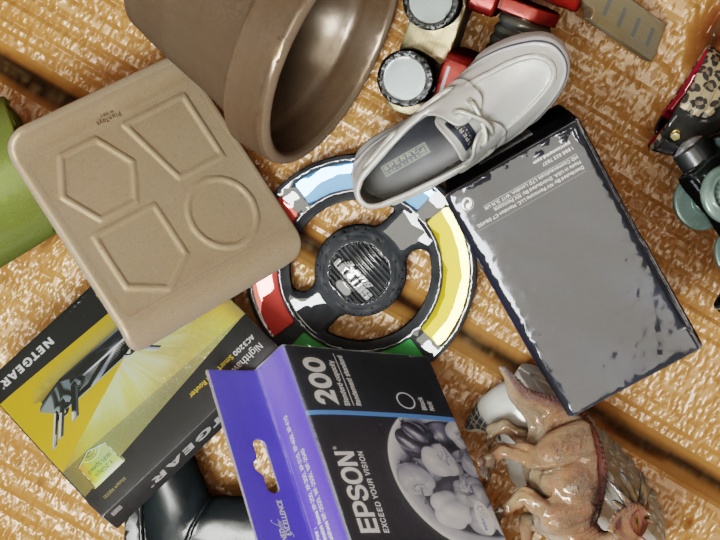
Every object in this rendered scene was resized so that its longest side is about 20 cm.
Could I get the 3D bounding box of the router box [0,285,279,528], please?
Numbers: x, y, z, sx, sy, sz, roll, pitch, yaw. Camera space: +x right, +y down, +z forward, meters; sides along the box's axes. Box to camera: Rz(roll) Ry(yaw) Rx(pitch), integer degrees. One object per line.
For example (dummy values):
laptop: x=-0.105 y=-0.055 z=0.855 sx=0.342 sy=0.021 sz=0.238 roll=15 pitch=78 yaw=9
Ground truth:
router box: x=-0.187 y=0.087 z=1.359 sx=0.200 sy=0.052 sz=0.157 roll=-44 pitch=72 yaw=-10

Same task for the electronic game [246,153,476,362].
electronic game: x=0.000 y=0.000 z=1.393 sx=0.199 sy=0.042 sz=0.201 roll=1 pitch=99 yaw=4

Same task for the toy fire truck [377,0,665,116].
toy fire truck: x=0.137 y=-0.189 z=1.326 sx=0.199 sy=0.129 sz=0.177 roll=21 pitch=105 yaw=8

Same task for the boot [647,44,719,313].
boot: x=0.306 y=-0.073 z=1.344 sx=0.150 sy=0.073 sz=0.200 roll=30 pitch=96 yaw=-2

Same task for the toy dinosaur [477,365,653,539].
toy dinosaur: x=0.173 y=0.168 z=1.323 sx=0.135 sy=0.086 sz=0.201 roll=-15 pitch=83 yaw=12

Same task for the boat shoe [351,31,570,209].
boat shoe: x=0.079 y=-0.109 z=1.264 sx=0.200 sy=0.065 sz=0.074 roll=-38 pitch=105 yaw=16

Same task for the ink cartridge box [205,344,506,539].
ink cartridge box: x=-0.005 y=0.146 z=1.280 sx=0.199 sy=0.199 sz=0.043 roll=4 pitch=135 yaw=-30

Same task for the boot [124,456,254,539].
boot: x=-0.119 y=0.198 z=1.417 sx=0.167 sy=0.076 sz=0.201 roll=2 pitch=95 yaw=0

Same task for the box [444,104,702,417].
box: x=0.162 y=-0.013 z=1.299 sx=0.123 sy=0.200 sz=0.199 roll=-30 pitch=96 yaw=7

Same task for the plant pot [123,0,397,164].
plant pot: x=-0.089 y=-0.213 z=1.306 sx=0.174 sy=0.200 sz=0.201 roll=30 pitch=100 yaw=16

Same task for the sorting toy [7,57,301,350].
sorting toy: x=-0.167 y=-0.057 z=1.334 sx=0.185 sy=0.036 sz=0.200 roll=-31 pitch=90 yaw=-32

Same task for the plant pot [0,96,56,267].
plant pot: x=-0.357 y=-0.055 z=1.352 sx=0.189 sy=0.200 sz=0.201 roll=-24 pitch=97 yaw=-6

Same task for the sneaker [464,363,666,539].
sneaker: x=0.180 y=0.174 z=1.400 sx=0.080 sy=0.076 sz=0.200 roll=-43 pitch=87 yaw=18

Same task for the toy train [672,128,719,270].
toy train: x=0.333 y=-0.038 z=1.275 sx=0.114 sy=0.085 sz=0.200 roll=-39 pitch=92 yaw=-10
